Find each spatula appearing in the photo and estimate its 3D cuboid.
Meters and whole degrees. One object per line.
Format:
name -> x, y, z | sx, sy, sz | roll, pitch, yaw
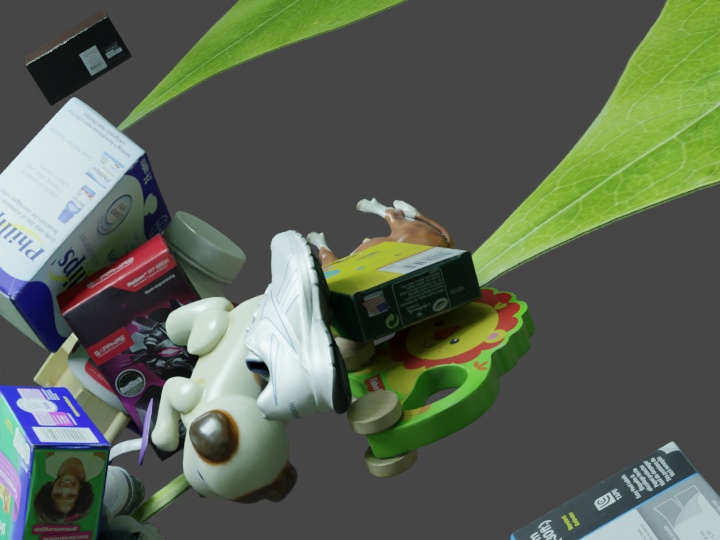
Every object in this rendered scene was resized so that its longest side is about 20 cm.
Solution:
spatula -> -0.238, 0.180, 1.459 | 0.200, 0.020, 0.057 | -38, 41, 52

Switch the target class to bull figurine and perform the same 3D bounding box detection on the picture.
bull figurine -> 0.000, 0.000, 1.548 | 0.199, 0.065, 0.122 | -29, 56, -15

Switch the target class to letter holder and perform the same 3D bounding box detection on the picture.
letter holder -> -0.596, -0.453, 3.084 | 0.199, 0.101, 0.142 | -31, 22, -3

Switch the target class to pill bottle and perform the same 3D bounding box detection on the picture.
pill bottle -> -0.211, 0.045, 1.557 | 0.201, 0.119, 0.120 | -55, 23, 8

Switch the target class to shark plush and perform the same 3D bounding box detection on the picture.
shark plush -> -0.197, 0.277, 1.304 | 0.199, 0.091, 0.084 | 24, 80, 43

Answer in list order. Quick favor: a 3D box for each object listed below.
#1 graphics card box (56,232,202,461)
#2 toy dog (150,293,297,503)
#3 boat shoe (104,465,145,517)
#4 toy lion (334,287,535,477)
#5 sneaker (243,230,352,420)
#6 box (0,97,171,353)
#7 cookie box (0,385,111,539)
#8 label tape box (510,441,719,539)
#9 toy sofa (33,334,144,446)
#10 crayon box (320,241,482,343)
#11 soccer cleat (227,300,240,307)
graphics card box -> -0.201, 0.080, 1.479 | 0.125, 0.201, 0.051 | -31, 26, -5
toy dog -> -0.103, 0.130, 1.365 | 0.193, 0.140, 0.201 | -23, 36, 26
boat shoe -> -0.299, 0.255, 1.451 | 0.199, 0.073, 0.062 | -31, -20, 16
toy lion -> 0.073, 0.086, 1.338 | 0.190, 0.069, 0.200 | -22, 24, 0
sneaker -> -0.065, 0.045, 1.295 | 0.086, 0.075, 0.201 | -16, 48, 5
box -> -0.305, -0.041, 1.502 | 0.200, 0.105, 0.184 | -50, -14, -15
cookie box -> -0.289, 0.224, 1.306 | 0.075, 0.202, 0.171 | 4, 11, -25
label tape box -> 0.160, 0.216, 0.970 | 0.199, 0.064, 0.144 | -30, 23, 0
toy sofa -> -0.297, 0.149, 1.623 | 0.083, 0.097, 0.200 | -54, 23, 7
crayon box -> 0.017, 0.017, 1.414 | 0.126, 0.051, 0.200 | -20, 12, -19
soccer cleat -> -0.165, 0.065, 1.642 | 0.199, 0.076, 0.067 | 15, 83, 40
